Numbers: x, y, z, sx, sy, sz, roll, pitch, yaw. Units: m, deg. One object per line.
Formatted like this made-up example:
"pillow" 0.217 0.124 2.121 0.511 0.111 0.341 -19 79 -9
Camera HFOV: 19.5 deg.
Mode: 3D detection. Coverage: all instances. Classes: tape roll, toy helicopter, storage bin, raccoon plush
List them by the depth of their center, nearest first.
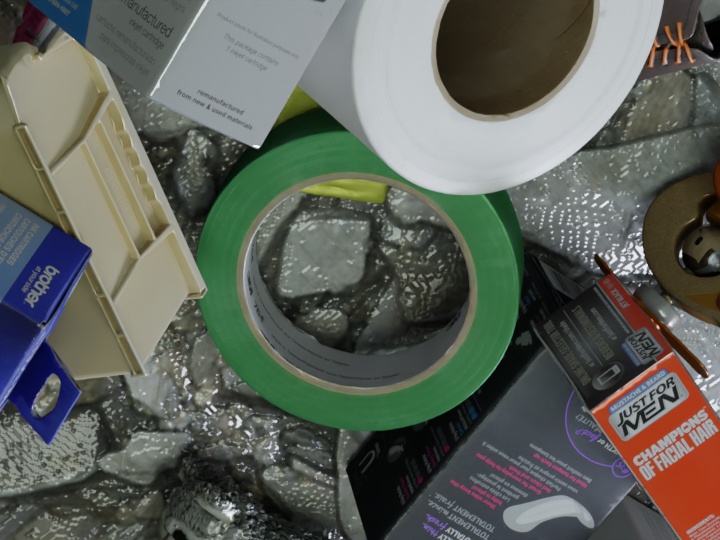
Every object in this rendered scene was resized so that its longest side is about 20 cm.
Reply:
"tape roll" 0.049 -0.160 1.161 0.202 0.139 0.203 -17 127 -24
"storage bin" -0.224 -0.031 1.191 0.199 0.094 0.199 -7 122 25
"tape roll" 0.000 0.000 1.287 0.200 0.048 0.201 3 116 7
"toy helicopter" 0.228 0.027 1.302 0.132 0.200 0.079 -20 148 7
"raccoon plush" -0.043 0.172 1.404 0.200 0.097 0.134 -22 109 -33

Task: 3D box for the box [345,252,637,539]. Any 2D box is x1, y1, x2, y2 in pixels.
"box" 0.101 0.111 1.364 0.122 0.106 0.200 32 106 -24

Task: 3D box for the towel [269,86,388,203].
"towel" -0.006 -0.137 1.268 0.086 0.018 0.201 8 116 -9

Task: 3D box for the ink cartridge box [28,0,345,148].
"ink cartridge box" -0.065 -0.187 1.071 0.086 0.146 0.200 21 102 -44

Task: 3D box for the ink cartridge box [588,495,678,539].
"ink cartridge box" 0.244 0.259 1.447 0.200 0.145 0.083 31 107 -24

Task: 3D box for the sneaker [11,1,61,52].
"sneaker" -0.117 -0.162 1.195 0.200 0.081 0.088 -40 116 11

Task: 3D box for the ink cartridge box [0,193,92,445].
"ink cartridge box" -0.236 0.014 1.121 0.200 0.076 0.137 31 130 -6

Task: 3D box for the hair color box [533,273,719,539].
"hair color box" 0.191 0.110 1.258 0.064 0.111 0.200 -36 118 4

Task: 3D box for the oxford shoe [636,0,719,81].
"oxford shoe" 0.175 -0.149 1.262 0.200 0.073 0.071 -28 120 4
